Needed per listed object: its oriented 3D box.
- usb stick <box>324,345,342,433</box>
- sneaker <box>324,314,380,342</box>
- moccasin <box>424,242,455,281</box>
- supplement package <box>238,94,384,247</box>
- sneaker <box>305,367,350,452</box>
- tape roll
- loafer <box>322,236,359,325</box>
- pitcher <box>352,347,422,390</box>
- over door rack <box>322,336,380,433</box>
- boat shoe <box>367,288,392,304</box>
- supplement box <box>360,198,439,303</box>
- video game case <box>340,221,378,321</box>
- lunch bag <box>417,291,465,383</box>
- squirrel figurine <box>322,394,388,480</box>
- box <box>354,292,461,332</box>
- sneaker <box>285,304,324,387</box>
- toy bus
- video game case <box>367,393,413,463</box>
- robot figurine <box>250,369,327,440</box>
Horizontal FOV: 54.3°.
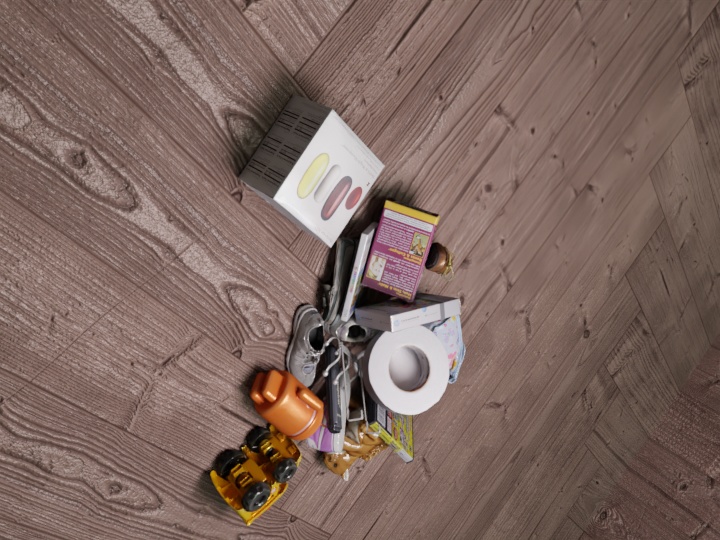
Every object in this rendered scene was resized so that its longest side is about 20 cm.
[{"bbox_3d":[-0.065,0.278,1.658,0.056,0.032,0.206,60,25,-66],"label":"usb stick"},{"bbox_3d":[0.008,0.144,1.687,0.196,0.099,0.077,0,110,-41],"label":"sneaker"},{"bbox_3d":[0.196,-0.020,1.703,0.201,0.076,0.075,68,44,-83],"label":"moccasin"},{"bbox_3d":[-0.095,-0.197,1.397,0.190,0.146,0.202,37,85,-44],"label":"supplement package"},{"bbox_3d":[-0.089,0.335,1.722,0.073,0.111,0.206,57,39,-62],"label":"sneaker"},{"bbox_3d":[0.103,0.225,1.613,0.194,0.066,0.207,2,81,-14],"label":"tape roll"},{"bbox_3d":[-0.060,0.021,1.602,0.062,0.072,0.205,17,94,-23],"label":"loafer"},{"bbox_3d":[0.090,0.254,1.715,0.170,0.121,0.202,-33,97,18],"label":"pitcher"},{"bbox_3d":[-0.027,0.268,1.598,0.065,0.204,0.148,-23,151,9],"label":"over door rack"},{"bbox_3d":[0.091,0.007,1.704,0.075,0.073,0.202,35,87,-44],"label":"boat shoe"},{"bbox_3d":[0.093,-0.048,1.612,0.103,0.128,0.205,-38,147,-79],"label":"supplement box"},{"bbox_3d":[0.000,0.000,1.605,0.143,0.018,0.205,-50,155,-72],"label":"video game case"},{"bbox_3d":[0.174,0.174,1.793,0.126,0.168,0.204,-32,127,-27],"label":"lunch bag"},{"bbox_3d":[-0.002,0.446,1.810,0.197,0.141,0.190,21,104,-41],"label":"squirrel figurine"},{"bbox_3d":[0.107,0.094,1.608,0.196,0.155,0.042,-13,100,-30],"label":"box"},{"bbox_3d":[-0.121,0.186,1.611,0.073,0.081,0.205,-13,119,-34],"label":"sneaker"},{"bbox_3d":[-0.230,0.495,1.654,0.198,0.135,0.195,-37,143,-23],"label":"toy bus"},{"bbox_3d":[0.078,0.354,1.781,0.025,0.203,0.181,-26,124,23],"label":"video game case"},{"bbox_3d":[-0.164,0.309,1.604,0.143,0.117,0.200,-42,120,5],"label":"robot figurine"}]
